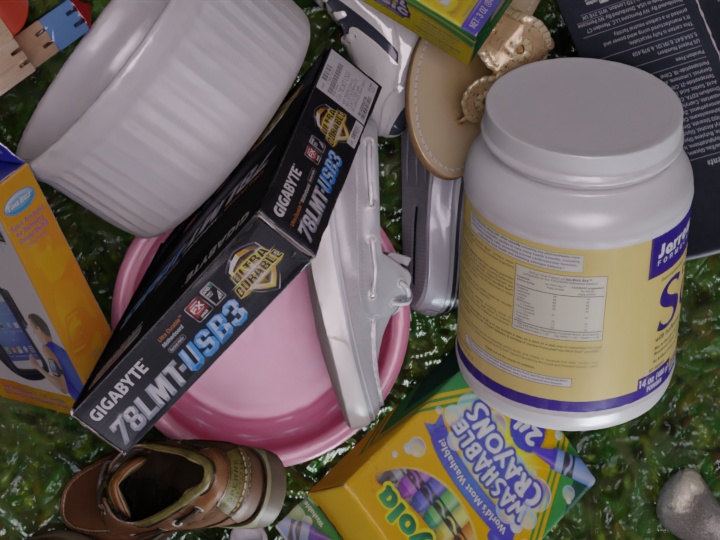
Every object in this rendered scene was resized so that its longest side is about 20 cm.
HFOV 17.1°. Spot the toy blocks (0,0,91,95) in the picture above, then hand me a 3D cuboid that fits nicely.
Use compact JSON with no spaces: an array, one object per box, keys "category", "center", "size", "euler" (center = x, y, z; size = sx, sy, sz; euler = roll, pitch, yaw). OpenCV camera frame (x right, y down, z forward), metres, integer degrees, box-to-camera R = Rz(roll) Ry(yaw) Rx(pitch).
[{"category":"toy blocks","center":[-0.262,-0.185,1.539],"size":[0.136,0.100,0.201],"euler":[-38,101,-14]}]

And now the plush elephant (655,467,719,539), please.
[{"category":"plush elephant","center":[0.279,0.255,1.623],"size":[0.199,0.155,0.166],"euler":[25,93,-9]}]

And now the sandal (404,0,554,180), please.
[{"category":"sandal","center":[0.094,-0.161,1.538],"size":[0.077,0.069,0.213],"euler":[35,62,-22]}]

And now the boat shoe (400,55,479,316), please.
[{"category":"boat shoe","center":[0.070,-0.070,1.608],"size":[0.070,0.072,0.202],"euler":[1,101,-24]}]

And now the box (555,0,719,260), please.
[{"category":"box","center":[0.239,-0.131,1.564],"size":[0.148,0.107,0.201],"euler":[-33,102,-44]}]

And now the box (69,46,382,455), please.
[{"category":"box","center":[-0.078,-0.013,1.435],"size":[0.050,0.199,0.200],"euler":[37,124,-10]}]

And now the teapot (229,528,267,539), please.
[{"category":"teapot","center":[-0.066,0.292,1.580],"size":[0.200,0.146,0.198],"euler":[40,89,-6]}]

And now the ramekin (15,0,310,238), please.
[{"category":"ramekin","center":[-0.120,-0.116,1.507],"size":[0.097,0.200,0.201],"euler":[37,91,-17]}]

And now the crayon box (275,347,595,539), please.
[{"category":"crayon box","center":[0.053,0.153,1.586],"size":[0.200,0.051,0.126],"euler":[-42,102,-32]}]

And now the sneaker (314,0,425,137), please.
[{"category":"sneaker","center":[-0.026,-0.187,1.569],"size":[0.128,0.079,0.201],"euler":[-2,97,-6]}]

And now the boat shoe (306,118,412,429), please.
[{"category":"boat shoe","center":[0.000,0.000,1.554],"size":[0.068,0.072,0.202],"euler":[-10,89,-6]}]

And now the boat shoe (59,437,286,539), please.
[{"category":"boat shoe","center":[-0.137,0.137,1.540],"size":[0.068,0.199,0.073],"euler":[15,68,-42]}]

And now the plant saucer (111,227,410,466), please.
[{"category":"plant saucer","center":[-0.068,0.030,1.603],"size":[0.199,0.051,0.202],"euler":[-1,96,-7]}]

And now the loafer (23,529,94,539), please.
[{"category":"loafer","center":[-0.181,0.216,1.545],"size":[0.067,0.199,0.077],"euler":[-27,108,-43]}]

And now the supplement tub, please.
[{"category":"supplement tub","center":[0.134,-0.017,1.511],"size":[0.144,0.146,0.201],"euler":[-4,124,-7]}]

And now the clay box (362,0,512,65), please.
[{"category":"clay box","center":[0.016,-0.231,1.506],"size":[0.199,0.048,0.115],"euler":[32,71,6]}]

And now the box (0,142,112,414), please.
[{"category":"box","center":[-0.224,0.000,1.516],"size":[0.041,0.119,0.201],"euler":[-43,122,-30]}]
